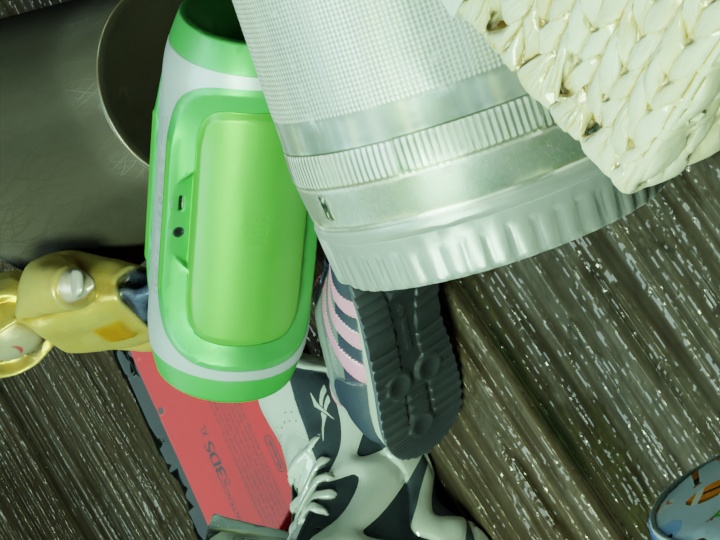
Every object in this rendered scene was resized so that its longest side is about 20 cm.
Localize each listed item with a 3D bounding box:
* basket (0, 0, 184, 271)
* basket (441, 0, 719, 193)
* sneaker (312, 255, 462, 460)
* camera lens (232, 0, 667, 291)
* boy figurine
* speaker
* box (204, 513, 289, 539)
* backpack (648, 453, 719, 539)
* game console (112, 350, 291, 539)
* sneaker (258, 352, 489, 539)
[{"bbox_3d":[-0.137,-0.083,1.442,0.180,0.136,0.200,40,153,-20],"label":"basket"},{"bbox_3d":[0.129,-0.138,0.914,0.124,0.135,0.200,53,151,15],"label":"basket"},{"bbox_3d":[0.000,0.000,1.327,0.082,0.070,0.201,34,137,44],"label":"sneaker"},{"bbox_3d":[0.031,-0.110,1.082,0.160,0.159,0.201,0,112,61],"label":"camera lens"},{"bbox_3d":[-0.145,0.023,1.462,0.124,0.199,0.065,38,-130,-65],"label":"boy figurine"},{"bbox_3d":[-0.062,-0.037,1.313,0.088,0.088,0.201,37,131,43],"label":"speaker"},{"bbox_3d":[-0.031,0.229,1.514,0.136,0.040,0.201,12,137,3],"label":"box"},{"bbox_3d":[0.186,0.132,0.977,0.190,0.199,0.155,-16,93,70],"label":"backpack"},{"bbox_3d":[-0.058,0.110,1.579,0.172,0.119,0.201,-25,89,32],"label":"game console"},{"bbox_3d":[-0.025,0.135,1.403,0.200,0.129,0.080,55,140,20],"label":"sneaker"}]
